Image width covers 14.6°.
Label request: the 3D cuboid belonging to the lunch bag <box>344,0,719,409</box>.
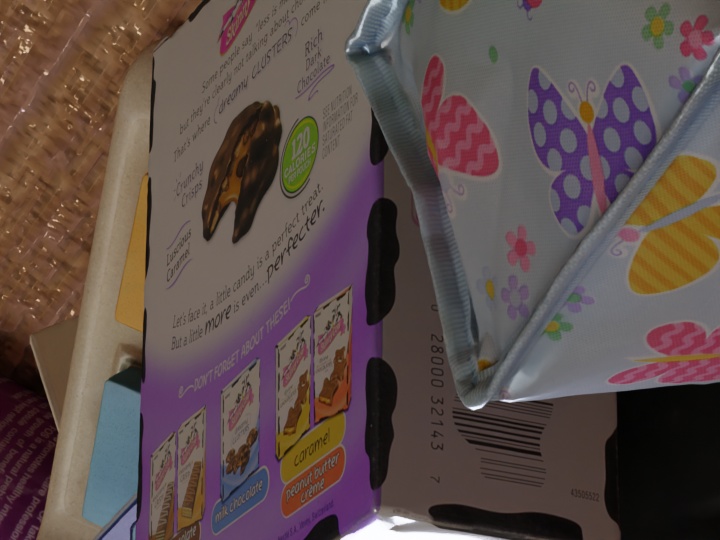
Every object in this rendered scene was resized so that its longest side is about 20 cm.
[{"bbox_3d":[0.115,-0.061,0.579,0.169,0.128,0.200,-1,147,-29],"label":"lunch bag"}]

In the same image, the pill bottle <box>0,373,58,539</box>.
[{"bbox_3d":[-0.135,0.113,1.157,0.199,0.112,0.112,27,150,11],"label":"pill bottle"}]

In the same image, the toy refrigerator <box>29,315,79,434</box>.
[{"bbox_3d":[-0.055,0.109,1.006,0.076,0.070,0.201,79,171,-55],"label":"toy refrigerator"}]

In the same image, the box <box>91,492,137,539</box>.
[{"bbox_3d":[0.002,0.137,0.883,0.200,0.032,0.121,43,113,-4],"label":"box"}]

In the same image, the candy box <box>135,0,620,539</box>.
[{"bbox_3d":[0.000,0.000,0.766,0.071,0.201,0.168,11,155,-22],"label":"candy box"}]

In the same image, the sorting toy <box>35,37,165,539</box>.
[{"bbox_3d":[-0.015,0.045,0.904,0.184,0.036,0.201,21,109,20],"label":"sorting toy"}]

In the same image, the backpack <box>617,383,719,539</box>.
[{"bbox_3d":[0.118,0.078,0.812,0.126,0.167,0.200,37,-173,27],"label":"backpack"}]
